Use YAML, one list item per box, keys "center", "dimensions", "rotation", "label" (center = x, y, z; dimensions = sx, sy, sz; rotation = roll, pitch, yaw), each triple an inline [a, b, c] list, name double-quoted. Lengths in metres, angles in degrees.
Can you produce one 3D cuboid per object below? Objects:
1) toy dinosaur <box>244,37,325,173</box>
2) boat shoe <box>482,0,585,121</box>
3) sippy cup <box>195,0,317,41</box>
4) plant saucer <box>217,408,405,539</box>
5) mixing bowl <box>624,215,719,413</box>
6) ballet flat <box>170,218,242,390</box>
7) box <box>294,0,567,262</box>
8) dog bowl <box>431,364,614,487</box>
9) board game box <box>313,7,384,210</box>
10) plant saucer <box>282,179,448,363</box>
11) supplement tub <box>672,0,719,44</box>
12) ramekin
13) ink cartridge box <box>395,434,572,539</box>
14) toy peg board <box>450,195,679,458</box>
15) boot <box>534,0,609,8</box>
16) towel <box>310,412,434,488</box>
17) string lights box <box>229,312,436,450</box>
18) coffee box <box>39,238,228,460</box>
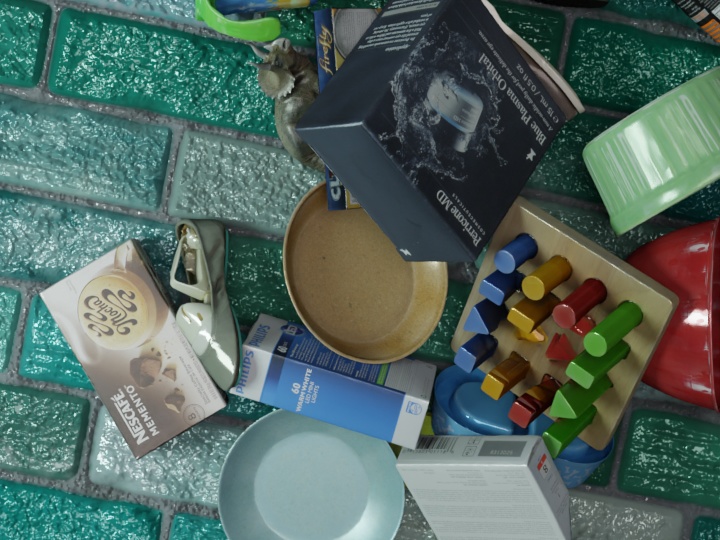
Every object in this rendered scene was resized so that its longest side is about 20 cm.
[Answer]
- center: [-0.053, -0.167, 1.586]
  dimensions: [0.101, 0.077, 0.202]
  rotation: [-17, 118, -4]
  label: "toy dinosaur"
- center: [0.151, -0.224, 1.591]
  dimensions: [0.200, 0.072, 0.060]
  rotation: [44, 95, 0]
  label: "boat shoe"
- center: [-0.104, -0.322, 1.540]
  dimensions: [0.129, 0.140, 0.180]
  rotation: [1, 94, -5]
  label: "sippy cup"
- center: [-0.052, 0.236, 1.601]
  dimensions: [0.199, 0.039, 0.203]
  rotation: [0, 99, -2]
  label: "plant saucer"
- center: [0.322, 0.044, 1.561]
  dimensions: [0.107, 0.200, 0.203]
  rotation: [1, 92, 18]
  label: "mixing bowl"
- center: [-0.164, 0.033, 1.543]
  dimensions: [0.063, 0.067, 0.202]
  rotation: [9, 53, -25]
  label: "ballet flat"
- center: [0.074, -0.146, 1.499]
  dimensions: [0.197, 0.117, 0.201]
  rotation: [48, 64, -28]
  label: "box"
- center: [0.166, 0.167, 1.586]
  dimensions: [0.198, 0.112, 0.050]
  rotation: [17, 124, -3]
  label: "dog bowl"
- center: [0.021, -0.167, 1.552]
  dimensions: [0.134, 0.034, 0.202]
  rotation: [-6, 94, -38]
  label: "board game box"
- center: [0.000, 0.000, 1.573]
  dimensions: [0.198, 0.035, 0.203]
  rotation: [8, 74, -29]
  label: "plant saucer"
- center: [0.402, -0.297, 1.574]
  dimensions: [0.200, 0.123, 0.123]
  rotation: [40, 89, -4]
  label: "supplement tub"
- center: [0.325, -0.126, 1.543]
  dimensions: [0.199, 0.200, 0.098]
  rotation: [-29, 86, -2]
  label: "ramekin"
- center: [0.147, 0.253, 1.555]
  dimensions: [0.201, 0.161, 0.050]
  rotation: [59, 43, -32]
  label: "ink cartridge box"
- center: [0.181, 0.069, 1.507]
  dimensions: [0.198, 0.098, 0.201]
  rotation: [34, 127, 20]
  label: "toy peg board"
- center: [0.181, -0.364, 1.588]
  dimensions: [0.198, 0.077, 0.140]
  rotation: [16, 86, -4]
  label: "boot"
- center: [0.051, 0.192, 1.623]
  dimensions: [0.198, 0.018, 0.087]
  rotation: [15, 90, -3]
  label: "towel"
- center: [-0.026, 0.112, 1.560]
  dimensions: [0.198, 0.103, 0.060]
  rotation: [17, 109, 3]
  label: "string lights box"
- center: [-0.233, 0.081, 1.573]
  dimensions: [0.112, 0.080, 0.201]
  rotation: [-29, 93, -3]
  label: "coffee box"
